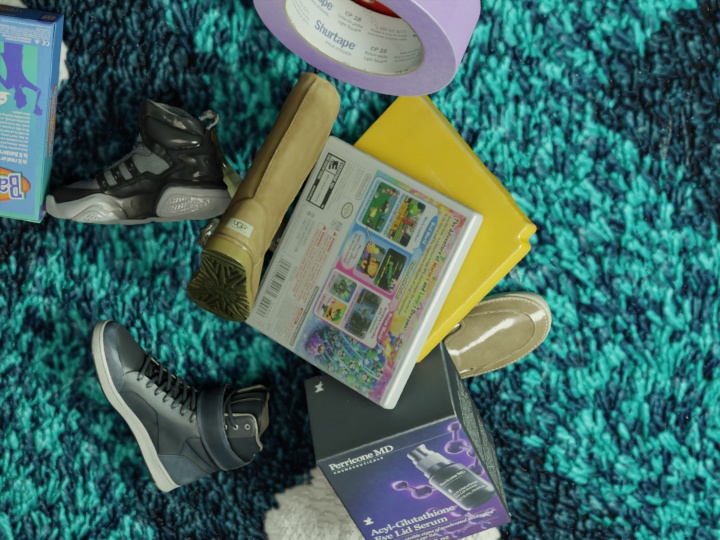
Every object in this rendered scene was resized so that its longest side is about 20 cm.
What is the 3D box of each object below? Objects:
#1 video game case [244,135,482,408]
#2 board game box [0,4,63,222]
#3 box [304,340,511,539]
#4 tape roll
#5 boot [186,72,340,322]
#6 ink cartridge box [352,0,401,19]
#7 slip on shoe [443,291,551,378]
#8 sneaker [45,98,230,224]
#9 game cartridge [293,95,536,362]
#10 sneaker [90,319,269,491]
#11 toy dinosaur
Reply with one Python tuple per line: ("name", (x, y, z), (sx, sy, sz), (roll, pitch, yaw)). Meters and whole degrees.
("video game case", (0.000, 0.000, 1.665), (0.181, 0.024, 0.202), (29, 98, 28))
("board game box", (-0.371, -0.157, 1.701), (0.150, 0.045, 0.202), (9, 110, -1))
("box", (0.047, 0.178, 1.731), (0.146, 0.105, 0.201), (-20, 137, 10))
("tape roll", (0.005, -0.240, 1.575), (0.198, 0.200, 0.066), (26, 69, -6))
("boot", (-0.087, -0.064, 1.665), (0.066, 0.175, 0.201), (27, 66, -2))
("ink cartridge box", (0.025, -0.308, 1.582), (0.115, 0.200, 0.068), (26, 70, -7))
("slip on shoe", (0.096, 0.077, 1.755), (0.198, 0.061, 0.077), (-13, 109, 8))
("sneaker", (-0.215, -0.104, 1.702), (0.198, 0.075, 0.115), (-2, 87, 24))
("game cartridge", (0.052, -0.045, 1.672), (0.176, 0.032, 0.201), (-45, 67, 17))
("sneaker", (-0.173, 0.120, 1.768), (0.145, 0.077, 0.204), (-16, 119, 20))
("toy dinosaur", (-0.109, -0.037, 1.733), (0.088, 0.047, 0.200), (-42, 103, 2))
